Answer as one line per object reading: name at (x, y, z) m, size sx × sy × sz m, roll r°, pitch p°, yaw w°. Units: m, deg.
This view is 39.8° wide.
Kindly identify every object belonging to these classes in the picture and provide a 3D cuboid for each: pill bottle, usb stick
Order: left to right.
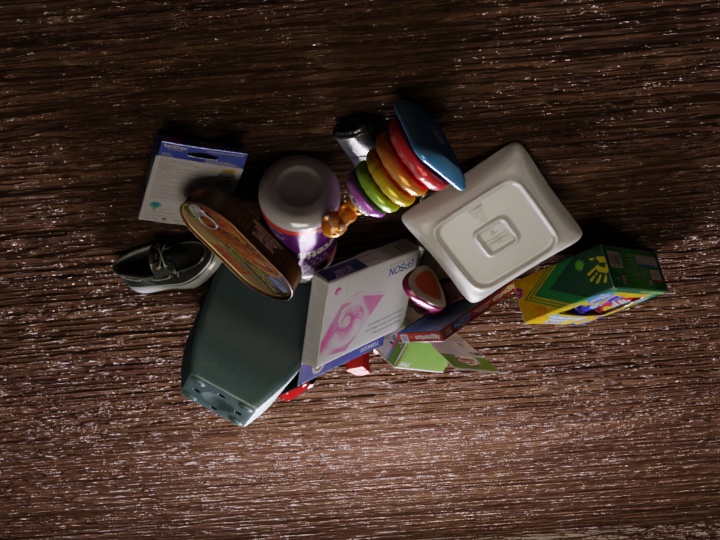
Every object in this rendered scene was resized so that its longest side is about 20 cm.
pill bottle at (-0.085, -0.063, 1.388) m, size 0.110 × 0.115 × 0.201 m, roll -1°, pitch 152°, yaw -4°
usb stick at (0.021, -0.142, 1.336) m, size 0.054 × 0.033 × 0.200 m, roll -13°, pitch 151°, yaw 17°

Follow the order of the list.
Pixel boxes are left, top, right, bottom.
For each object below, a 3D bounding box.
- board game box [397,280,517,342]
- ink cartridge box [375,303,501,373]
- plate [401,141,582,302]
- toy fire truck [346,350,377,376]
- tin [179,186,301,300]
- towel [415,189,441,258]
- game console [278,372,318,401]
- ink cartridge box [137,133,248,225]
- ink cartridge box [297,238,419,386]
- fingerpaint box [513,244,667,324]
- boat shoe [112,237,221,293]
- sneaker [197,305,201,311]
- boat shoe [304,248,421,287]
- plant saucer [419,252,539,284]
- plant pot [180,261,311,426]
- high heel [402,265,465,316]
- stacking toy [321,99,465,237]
board game box at (0.158, 0.063, 1.590) m, size 0.198 × 0.020 × 0.102 m, roll -30°, pitch -165°, yaw -36°
ink cartridge box at (0.115, 0.137, 1.662) m, size 0.147 × 0.200 × 0.077 m, roll 13°, pitch 113°, yaw -50°
plate at (0.189, -0.055, 1.401) m, size 0.198 × 0.033 × 0.200 m, roll -32°, pitch 123°, yaw 18°
toy fire truck at (0.010, 0.127, 1.819) m, size 0.139 × 0.050 × 0.200 m, roll -14°, pitch 150°, yaw 20°
tin at (-0.160, -0.036, 1.347) m, size 0.111 × 0.042 × 0.200 m, roll -8°, pitch 134°, yaw 48°
towel at (0.155, -0.075, 1.468) m, size 0.145 × 0.037 × 0.201 m, roll -3°, pitch 153°, yaw -1°
game console at (-0.062, 0.121, 1.642) m, size 0.031 × 0.202 × 0.177 m, roll 35°, pitch 156°, yaw -5°
ink cartridge box at (-0.227, -0.124, 1.341) m, size 0.117 × 0.043 × 0.200 m, roll 7°, pitch 153°, yaw -18°
ink cartridge box at (-0.002, 0.069, 1.495) m, size 0.195 × 0.043 × 0.203 m, roll -22°, pitch 131°, yaw -42°
fingerpaint box at (0.369, 0.028, 1.588) m, size 0.165 × 0.075 × 0.198 m, roll -26°, pitch 161°, yaw 36°
boat shoe at (-0.296, -0.009, 1.512) m, size 0.197 × 0.074 × 0.071 m, roll -18°, pitch 153°, yaw 30°
sneaker at (-0.236, 0.120, 1.745) m, size 0.073 × 0.089 × 0.201 m, roll -5°, pitch 151°, yaw 9°
boat shoe at (0.000, 0.000, 1.583) m, size 0.196 × 0.068 × 0.073 m, roll -15°, pitch 106°, yaw 3°
plant saucer at (0.190, -0.009, 1.534) m, size 0.196 × 0.030 × 0.200 m, roll -5°, pitch 166°, yaw -1°
plant pot at (-0.181, 0.120, 1.546) m, size 0.194 × 0.202 × 0.197 m, roll 29°, pitch 152°, yaw -5°
high heel at (0.086, 0.043, 1.498) m, size 0.095 × 0.069 × 0.199 m, roll -23°, pitch 161°, yaw 24°
stacking toy at (0.025, -0.108, 1.261) m, size 0.199 × 0.111 × 0.115 m, roll -39°, pitch 140°, yaw 20°
